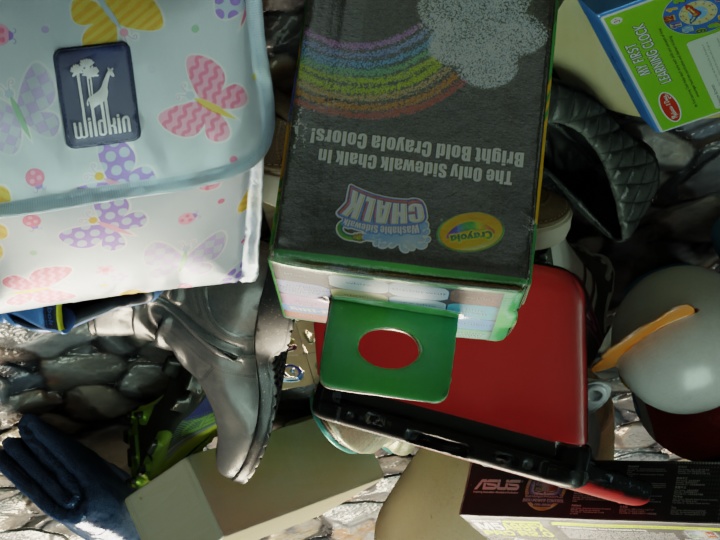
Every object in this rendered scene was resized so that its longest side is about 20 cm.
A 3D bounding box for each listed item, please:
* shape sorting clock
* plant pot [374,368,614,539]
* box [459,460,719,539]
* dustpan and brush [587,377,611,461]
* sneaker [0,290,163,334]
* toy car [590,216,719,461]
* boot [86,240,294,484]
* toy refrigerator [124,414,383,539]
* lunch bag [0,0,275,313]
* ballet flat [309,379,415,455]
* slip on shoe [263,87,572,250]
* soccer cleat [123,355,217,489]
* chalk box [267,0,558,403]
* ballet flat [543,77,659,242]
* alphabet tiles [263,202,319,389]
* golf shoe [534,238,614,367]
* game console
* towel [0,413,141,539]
[{"bbox_3d":[0.201,-0.141,0.859,0.198,0.040,0.200,-7,153,-3],"label":"shape sorting clock"},{"bbox_3d":[0.124,0.164,1.229,0.186,0.188,0.201,0,133,-19],"label":"plant pot"},{"bbox_3d":[0.191,0.182,1.060,0.199,0.045,0.160,-5,145,37],"label":"box"},{"bbox_3d":[0.120,0.097,1.036,0.139,0.057,0.200,32,144,-5],"label":"dustpan and brush"},{"bbox_3d":[-0.200,0.001,0.889,0.198,0.079,0.066,-7,128,11],"label":"sneaker"},{"bbox_3d":[0.216,0.057,1.030,0.199,0.186,0.177,7,145,-39],"label":"toy car"},{"bbox_3d":[-0.111,0.047,1.002,0.131,0.070,0.201,11,126,-2],"label":"boot"},{"bbox_3d":[-0.076,0.160,1.170,0.076,0.070,0.199,-35,165,33],"label":"toy refrigerator"},{"bbox_3d":[-0.134,-0.074,0.772,0.168,0.128,0.201,-7,144,-14],"label":"lunch bag"},{"bbox_3d":[0.017,0.097,1.150,0.062,0.068,0.200,-30,167,9],"label":"ballet flat"},{"bbox_3d":[0.032,-0.059,0.894,0.198,0.076,0.061,11,112,-10],"label":"slip on shoe"},{"bbox_3d":[-0.118,0.108,1.136,0.083,0.065,0.200,3,146,-28],"label":"soccer cleat"},{"bbox_3d":[0.024,-0.035,0.768,0.123,0.202,0.124,8,167,2],"label":"chalk box"},{"bbox_3d":[0.118,-0.071,0.917,0.066,0.057,0.199,0,163,43],"label":"ballet flat"},{"bbox_3d":[0.000,0.000,1.003,0.166,0.008,0.201,-10,135,4],"label":"alphabet tiles"},{"bbox_3d":[0.125,0.001,1.054,0.088,0.077,0.201,-41,143,-21],"label":"golf shoe"},{"bbox_3d":[0.076,0.060,0.971,0.199,0.120,0.172,12,174,37],"label":"game console"},{"bbox_3d":[-0.191,0.183,1.189,0.049,0.111,0.200,-49,147,-6],"label":"towel"}]
